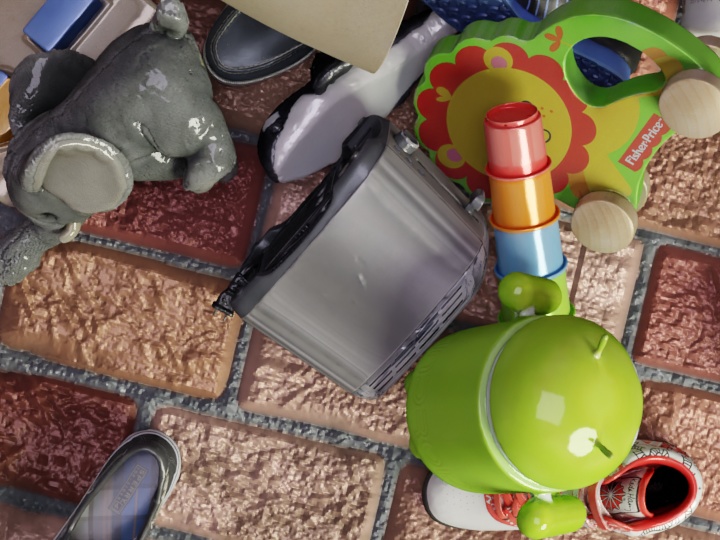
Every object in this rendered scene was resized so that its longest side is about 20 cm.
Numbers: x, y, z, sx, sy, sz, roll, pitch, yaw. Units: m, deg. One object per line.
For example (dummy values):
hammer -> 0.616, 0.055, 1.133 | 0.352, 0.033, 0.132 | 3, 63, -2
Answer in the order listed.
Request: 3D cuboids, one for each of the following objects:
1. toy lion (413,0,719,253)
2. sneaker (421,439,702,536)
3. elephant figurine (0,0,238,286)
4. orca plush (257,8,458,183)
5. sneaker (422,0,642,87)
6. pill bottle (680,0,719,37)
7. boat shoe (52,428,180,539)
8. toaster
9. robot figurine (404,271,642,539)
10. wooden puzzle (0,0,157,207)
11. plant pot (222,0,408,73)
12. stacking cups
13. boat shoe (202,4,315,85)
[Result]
toy lion -> 0.139, -0.116, 1.331 | 0.191, 0.069, 0.200 | 31, 132, -3
sneaker -> 0.144, 0.154, 1.353 | 0.200, 0.108, 0.068 | -3, 90, 1
elephant figurine -> -0.195, -0.086, 1.337 | 0.199, 0.142, 0.156 | -21, 98, -4
orca plush -> -0.009, -0.151, 1.375 | 0.200, 0.105, 0.071 | -50, 58, 3
sneaker -> 0.119, -0.200, 1.355 | 0.200, 0.070, 0.078 | 30, 63, -22
pill bottle -> 0.294, -0.261, 1.349 | 0.110, 0.111, 0.201 | 7, 90, 1
boat shoe -> -0.193, 0.208, 1.377 | 0.070, 0.066, 0.200 | 34, 90, 1
toaster -> 0.000, 0.000, 1.339 | 0.129, 0.114, 0.200 | 38, 108, -10
robot figurine -> 0.108, 0.091, 1.271 | 0.115, 0.200, 0.176 | 0, 83, -29
wooden puzzle -> -0.269, -0.176, 1.388 | 0.200, 0.046, 0.185 | 41, 90, 0
plant pot -> -0.061, -0.247, 1.241 | 0.199, 0.187, 0.188 | 15, 90, -8
stacking cups -> 0.115, -0.020, 1.340 | 0.060, 0.061, 0.201 | -11, 114, 1
boat shoe -> -0.031, -0.205, 1.377 | 0.200, 0.062, 0.073 | -32, 89, 0
